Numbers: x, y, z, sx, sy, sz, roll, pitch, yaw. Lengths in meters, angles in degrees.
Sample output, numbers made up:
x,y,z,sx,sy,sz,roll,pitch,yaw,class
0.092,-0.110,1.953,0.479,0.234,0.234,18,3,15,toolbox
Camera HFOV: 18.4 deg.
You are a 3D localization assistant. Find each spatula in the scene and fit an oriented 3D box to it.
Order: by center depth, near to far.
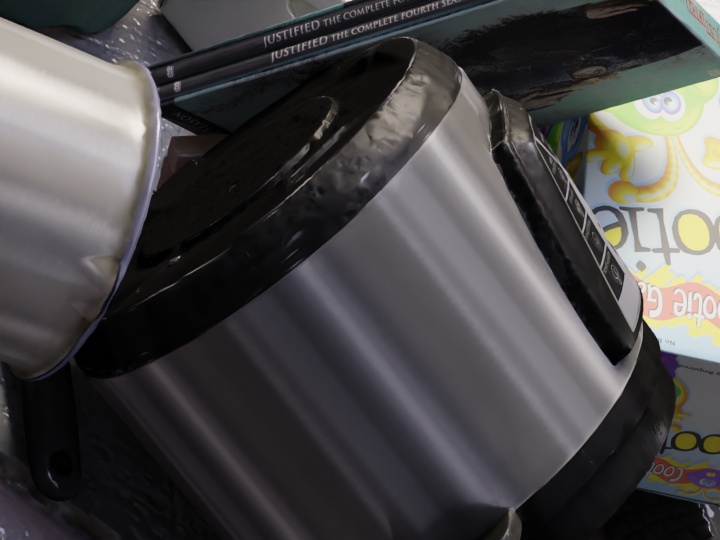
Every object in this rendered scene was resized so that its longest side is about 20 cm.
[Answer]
x,y,z,sx,sy,sz,roll,pitch,yaw,class
-0.126,0.000,0.834,0.056,0.021,0.201,14,44,-33,spatula

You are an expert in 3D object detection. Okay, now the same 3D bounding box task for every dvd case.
x,y,z,sx,sy,sz,roll,pitch,yaw,class
0.034,-0.079,0.881,0.146,0.198,0.022,25,56,-62,dvd case

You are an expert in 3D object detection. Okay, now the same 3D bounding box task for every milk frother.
x,y,z,sx,sy,sz,roll,pitch,yaw,class
-0.156,-0.096,0.730,0.187,0.200,0.181,21,35,-29,milk frother

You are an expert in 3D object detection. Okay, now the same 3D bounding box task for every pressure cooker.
x,y,z,sx,sy,sz,roll,pitch,yaw,class
0.014,0.040,0.800,0.201,0.178,0.176,52,55,-14,pressure cooker

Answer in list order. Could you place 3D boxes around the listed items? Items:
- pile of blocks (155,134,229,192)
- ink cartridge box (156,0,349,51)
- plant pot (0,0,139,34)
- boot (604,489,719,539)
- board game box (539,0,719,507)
x,y,z,sx,sy,sz,roll,pitch,yaw,class
0.000,0.000,0.928,0.199,0.082,0.062,17,40,-40,pile of blocks
0.018,-0.114,1.081,0.146,0.088,0.200,50,29,9,ink cartridge box
-0.105,-0.219,0.947,0.199,0.196,0.201,30,35,-23,plant pot
0.173,0.119,1.026,0.131,0.070,0.202,18,51,-43,boot
0.132,-0.016,0.965,0.104,0.103,0.201,12,54,-5,board game box
